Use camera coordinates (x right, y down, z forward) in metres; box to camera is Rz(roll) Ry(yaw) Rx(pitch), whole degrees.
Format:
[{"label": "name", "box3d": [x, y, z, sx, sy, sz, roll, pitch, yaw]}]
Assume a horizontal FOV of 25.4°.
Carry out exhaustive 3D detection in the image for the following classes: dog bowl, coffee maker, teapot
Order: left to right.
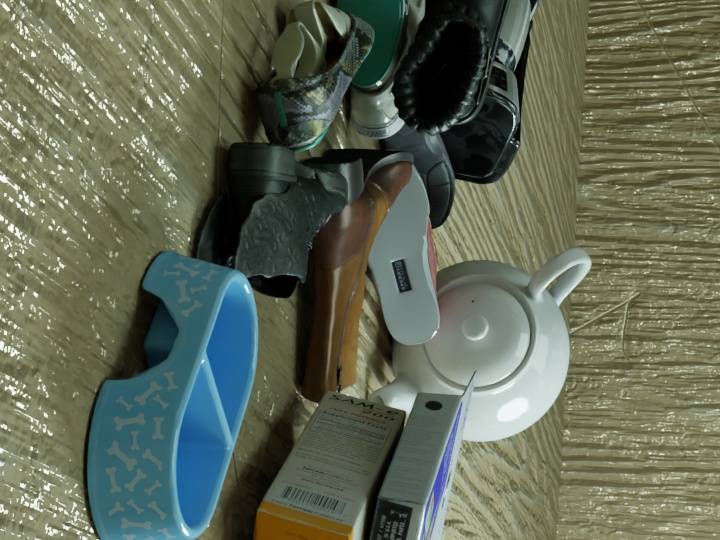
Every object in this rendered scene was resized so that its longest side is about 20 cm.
[{"label": "dog bowl", "box3d": [-0.107, 0.076, 0.962, 0.201, 0.049, 0.112, -76, 162, -44]}, {"label": "coffee maker", "box3d": [0.123, -0.195, 1.712, 0.193, 0.133, 0.202, 76, 21, -51]}, {"label": "teapot", "box3d": [0.123, 0.070, 1.605, 0.146, 0.195, 0.202, 71, 28, -72]}]

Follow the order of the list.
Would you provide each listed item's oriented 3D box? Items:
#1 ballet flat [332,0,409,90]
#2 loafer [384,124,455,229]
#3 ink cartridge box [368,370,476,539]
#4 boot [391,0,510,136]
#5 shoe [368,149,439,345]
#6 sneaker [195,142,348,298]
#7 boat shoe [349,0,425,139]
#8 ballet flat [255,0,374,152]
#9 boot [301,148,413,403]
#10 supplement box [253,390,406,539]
[{"label": "ballet flat", "box3d": [0.009, -0.259, 1.379, 0.068, 0.067, 0.203, -65, 155, -78]}, {"label": "loafer", "box3d": [0.055, -0.127, 1.580, 0.201, 0.071, 0.063, 73, 19, -46]}, {"label": "ink cartridge box", "box3d": [0.039, 0.204, 1.270, 0.200, 0.043, 0.200, -58, 160, -59]}, {"label": "boot", "box3d": [0.082, -0.221, 1.371, 0.158, 0.078, 0.214, -20, 115, -77]}, {"label": "shoe", "box3d": [0.035, -0.035, 1.519, 0.091, 0.071, 0.202, -94, 173, -61]}, {"label": "sneaker", "box3d": [-0.060, -0.028, 1.135, 0.200, 0.059, 0.106, 24, 67, -70]}, {"label": "boat shoe", "box3d": [0.027, -0.220, 1.459, 0.070, 0.070, 0.202, 75, 27, -57]}, {"label": "ballet flat", "box3d": [-0.034, -0.165, 1.209, 0.201, 0.071, 0.073, -71, 158, -55]}, {"label": "boot", "box3d": [0.000, 0.000, 1.363, 0.188, 0.068, 0.203, -38, 129, -73]}, {"label": "supplement box", "box3d": [-0.028, 0.194, 1.217, 0.200, 0.073, 0.127, -56, 158, -66]}]
